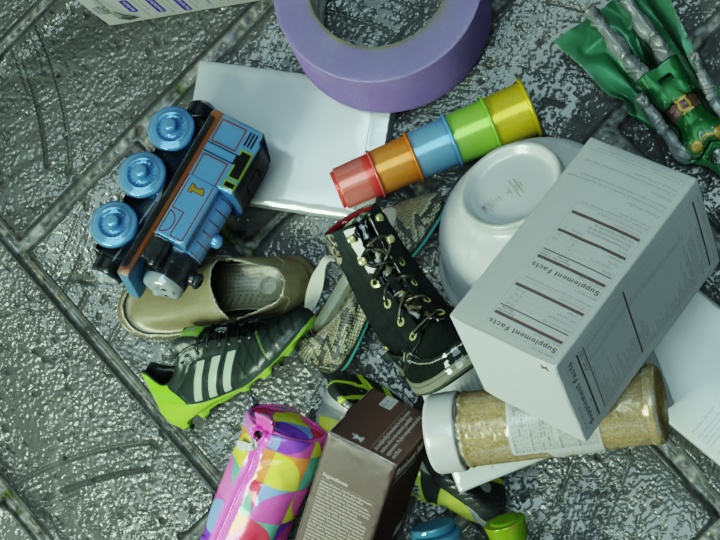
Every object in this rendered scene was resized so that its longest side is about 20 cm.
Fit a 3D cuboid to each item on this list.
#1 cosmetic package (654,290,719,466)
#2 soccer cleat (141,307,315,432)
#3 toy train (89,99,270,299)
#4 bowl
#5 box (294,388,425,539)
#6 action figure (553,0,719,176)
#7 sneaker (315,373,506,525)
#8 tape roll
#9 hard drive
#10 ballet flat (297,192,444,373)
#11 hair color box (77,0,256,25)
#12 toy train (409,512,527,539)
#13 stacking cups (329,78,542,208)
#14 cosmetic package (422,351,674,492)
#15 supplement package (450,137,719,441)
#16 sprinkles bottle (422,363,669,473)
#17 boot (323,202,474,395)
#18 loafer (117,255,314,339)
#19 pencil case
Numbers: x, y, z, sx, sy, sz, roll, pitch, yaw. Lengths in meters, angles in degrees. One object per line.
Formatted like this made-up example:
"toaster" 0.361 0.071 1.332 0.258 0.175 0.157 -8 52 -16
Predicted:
"cosmetic package" 0.288 0.077 1.597 0.200 0.081 0.113 42 94 15
"soccer cleat" -0.126 0.078 1.660 0.199 0.068 0.081 -34 98 32
"toy train" -0.169 -0.063 1.668 0.113 0.087 0.201 25 74 13
"bowl" 0.148 -0.050 1.590 0.199 0.091 0.202 -16 47 18
"box" -0.005 0.218 1.592 0.074 0.100 0.202 23 118 15
"action figure" 0.283 -0.169 1.644 0.118 0.055 0.201 -36 81 3
"sneaker" 0.046 0.176 1.652 0.199 0.075 0.077 35 120 12
"tape roll" 0.022 -0.256 1.679 0.198 0.085 0.202 -2 75 8
"hard drive" -0.070 -0.124 1.726 0.198 0.027 0.133 9 85 13
"ballet flat" 0.000 0.000 1.668 0.075 0.068 0.201 32 93 -22
"hair color box" -0.171 -0.293 1.726 0.198 0.109 0.066 -9 81 10
"toy train" 0.144 0.267 1.586 0.198 0.085 0.117 -11 100 11
"stacking cups" 0.070 -0.110 1.668 0.198 0.061 0.061 -25 79 3
"cosmetic package" 0.162 0.110 1.555 0.198 0.074 0.103 -23 84 16
"supplement package" 0.183 0.014 1.438 0.109 0.114 0.200 25 66 36
"sprinkles bottle" 0.153 0.123 1.485 0.198 0.068 0.069 -9 81 18
"boot" 0.035 0.022 1.548 0.073 0.203 0.155 -32 98 -8
"loafer" -0.143 0.019 1.703 0.198 0.067 0.077 -13 80 10
"pencil case" -0.100 0.216 1.638 0.088 0.088 0.202 24 105 14
